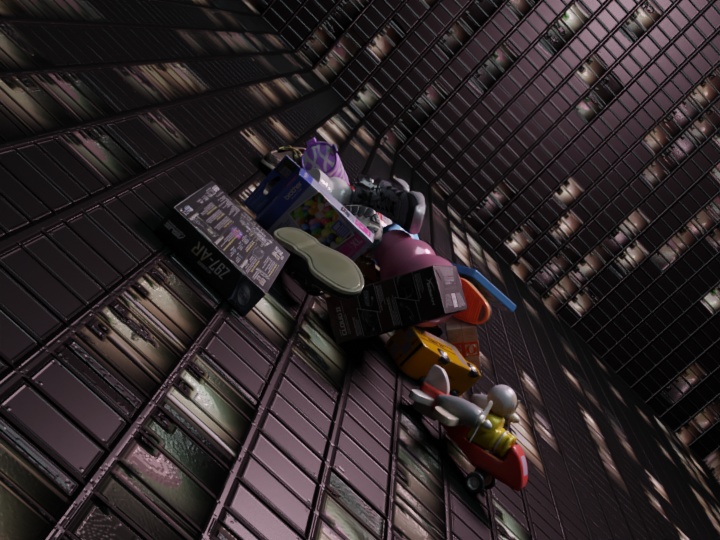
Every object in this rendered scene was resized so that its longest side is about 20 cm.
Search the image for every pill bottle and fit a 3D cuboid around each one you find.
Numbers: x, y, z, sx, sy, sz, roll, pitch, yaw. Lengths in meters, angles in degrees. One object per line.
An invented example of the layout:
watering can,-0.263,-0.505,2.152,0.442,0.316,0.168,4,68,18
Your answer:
pill bottle,-0.038,-0.109,1.578,0.199,0.112,0.113,36,17,-34

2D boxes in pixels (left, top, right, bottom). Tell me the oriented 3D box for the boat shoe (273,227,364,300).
boat shoe,-0.067,0.005,1.220,0.074,0.067,0.198,-20,39,-41

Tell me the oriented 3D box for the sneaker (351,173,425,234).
sneaker,0.044,-0.123,1.478,0.112,0.077,0.200,8,20,-16

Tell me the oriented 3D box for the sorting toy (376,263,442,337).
sorting toy,0.090,0.017,1.685,0.199,0.070,0.200,35,18,-38

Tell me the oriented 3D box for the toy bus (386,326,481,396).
toy bus,0.132,0.161,1.421,0.199,0.065,0.079,28,21,-49

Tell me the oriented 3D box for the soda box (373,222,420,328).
soda box,0.091,0.009,1.540,0.067,0.064,0.202,-19,86,-38

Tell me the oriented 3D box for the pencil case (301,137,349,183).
pencil case,-0.075,-0.207,1.719,0.086,0.083,0.200,57,-2,16

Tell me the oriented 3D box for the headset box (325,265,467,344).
headset box,0.050,0.054,1.254,0.149,0.197,0.078,0,75,-69

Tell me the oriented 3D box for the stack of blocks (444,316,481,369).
stack of blocks,0.198,0.131,1.589,0.200,0.058,0.117,-79,161,-73

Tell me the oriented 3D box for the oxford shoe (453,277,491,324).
oxford shoe,0.200,0.046,1.547,0.072,0.072,0.200,10,18,-31

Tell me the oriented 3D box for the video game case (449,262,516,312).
video game case,0.209,0.024,1.655,0.143,0.018,0.199,38,-10,-33

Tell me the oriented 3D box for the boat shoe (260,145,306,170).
boat shoe,-0.148,-0.231,1.690,0.072,0.060,0.200,37,12,11

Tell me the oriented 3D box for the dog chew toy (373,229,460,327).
dog chew toy,0.089,0.003,1.406,0.124,0.125,0.201,29,19,-49

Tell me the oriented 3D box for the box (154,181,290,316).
box,-0.181,-0.037,1.109,0.160,0.044,0.200,44,14,-9

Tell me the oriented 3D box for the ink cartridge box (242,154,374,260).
ink cartridge box,-0.088,-0.079,1.337,0.200,0.119,0.042,43,20,-13

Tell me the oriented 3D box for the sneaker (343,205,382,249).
sneaker,-0.060,-0.073,1.410,0.197,0.078,0.080,13,-29,7

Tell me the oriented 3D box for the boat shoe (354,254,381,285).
boat shoe,0.000,0.000,1.476,0.199,0.068,0.072,38,18,-26

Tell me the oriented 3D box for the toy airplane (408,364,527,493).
toy airplane,0.171,0.217,1.222,0.199,0.141,0.201,40,16,-20
